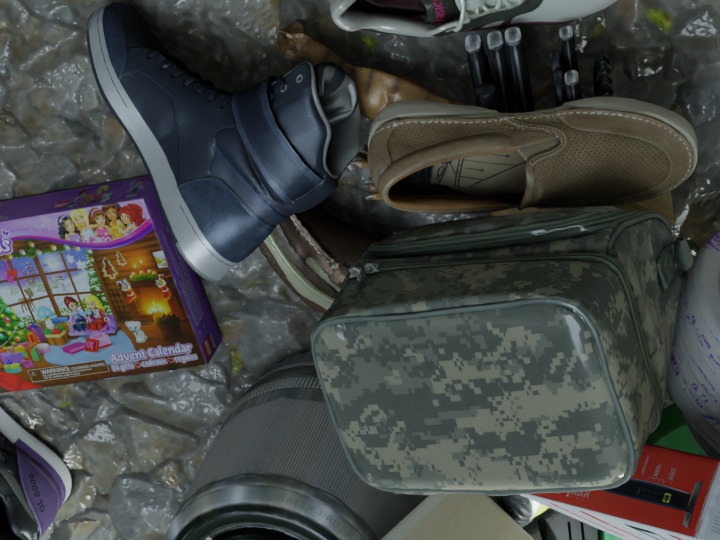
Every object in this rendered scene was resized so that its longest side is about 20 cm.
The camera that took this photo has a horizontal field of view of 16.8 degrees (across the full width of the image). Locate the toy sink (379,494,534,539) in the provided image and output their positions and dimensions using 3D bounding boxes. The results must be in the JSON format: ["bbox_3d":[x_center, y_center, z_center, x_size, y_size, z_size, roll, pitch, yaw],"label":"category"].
[{"bbox_3d":[0.080,0.251,1.582,0.112,0.130,0.200,41,168,40],"label":"toy sink"}]

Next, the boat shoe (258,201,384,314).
[{"bbox_3d":[0.001,-0.004,1.638,0.075,0.075,0.203,-27,120,23],"label":"boat shoe"}]

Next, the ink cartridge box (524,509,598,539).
[{"bbox_3d":[0.151,0.215,1.736,0.094,0.044,0.200,39,124,-7],"label":"ink cartridge box"}]

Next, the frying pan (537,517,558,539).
[{"bbox_3d":[0.151,0.229,1.665,0.031,0.115,0.191,-26,107,-9],"label":"frying pan"}]

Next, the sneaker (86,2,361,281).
[{"bbox_3d":[-0.083,-0.116,1.563,0.146,0.077,0.203,-36,70,21],"label":"sneaker"}]

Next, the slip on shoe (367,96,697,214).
[{"bbox_3d":[0.104,-0.063,1.456,0.198,0.061,0.076,5,129,-4],"label":"slip on shoe"}]

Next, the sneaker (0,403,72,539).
[{"bbox_3d":[-0.307,0.128,1.798,0.200,0.088,0.076,37,124,-7],"label":"sneaker"}]

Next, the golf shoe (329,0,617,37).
[{"bbox_3d":[0.077,-0.172,1.497,0.199,0.088,0.078,-5,117,18],"label":"golf shoe"}]

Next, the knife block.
[{"bbox_3d":[0.102,-0.057,1.544,0.175,0.064,0.200,27,127,-22],"label":"knife block"}]

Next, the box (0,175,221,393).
[{"bbox_3d":[-0.213,0.014,1.728,0.199,0.039,0.138,-9,117,22],"label":"box"}]

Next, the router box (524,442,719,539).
[{"bbox_3d":[0.223,0.157,1.483,0.199,0.049,0.179,26,171,-31],"label":"router box"}]

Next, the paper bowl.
[{"bbox_3d":[0.279,0.069,1.512,0.200,0.201,0.105,26,127,0],"label":"paper bowl"}]

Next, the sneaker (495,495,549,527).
[{"bbox_3d":[0.119,0.120,1.613,0.076,0.200,0.076,-27,88,8],"label":"sneaker"}]

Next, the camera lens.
[{"bbox_3d":[-0.038,0.168,1.671,0.159,0.200,0.161,8,123,12],"label":"camera lens"}]

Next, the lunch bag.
[{"bbox_3d":[0.086,0.035,1.452,0.199,0.168,0.140,-6,116,28],"label":"lunch bag"}]

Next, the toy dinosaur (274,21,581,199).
[{"bbox_3d":[0.031,-0.102,1.570,0.199,0.060,0.107,16,122,7],"label":"toy dinosaur"}]

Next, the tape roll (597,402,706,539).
[{"bbox_3d":[0.260,0.179,1.641,0.199,0.048,0.202,1,108,2],"label":"tape roll"}]
